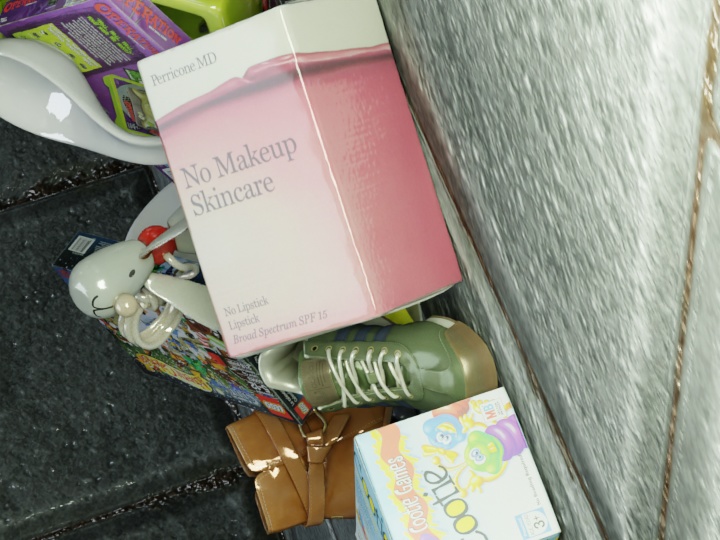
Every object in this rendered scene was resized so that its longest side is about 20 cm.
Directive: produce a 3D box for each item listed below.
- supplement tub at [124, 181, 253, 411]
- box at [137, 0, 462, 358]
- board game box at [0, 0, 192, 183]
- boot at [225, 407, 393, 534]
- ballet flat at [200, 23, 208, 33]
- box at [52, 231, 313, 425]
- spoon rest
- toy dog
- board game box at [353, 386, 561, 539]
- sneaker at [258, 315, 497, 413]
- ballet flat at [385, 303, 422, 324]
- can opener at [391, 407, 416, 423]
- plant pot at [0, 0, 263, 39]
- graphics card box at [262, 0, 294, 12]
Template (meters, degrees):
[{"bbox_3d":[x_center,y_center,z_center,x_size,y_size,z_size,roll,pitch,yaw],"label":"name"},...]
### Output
[{"bbox_3d":[-0.086,0.022,1.913,0.200,0.144,0.145,52,-176,-32],"label":"supplement tub"},{"bbox_3d":[-0.038,-0.062,1.474,0.109,0.127,0.202,-21,-87,-54],"label":"box"},{"bbox_3d":[-0.149,-0.132,1.647,0.119,0.032,0.200,-3,145,44],"label":"board game box"},{"bbox_3d":[-0.033,0.097,1.806,0.074,0.154,0.201,93,158,-70],"label":"boot"},{"bbox_3d":[-0.146,-0.187,1.831,0.067,0.199,0.064,10,115,59],"label":"ballet flat"},{"bbox_3d":[-0.131,0.042,1.771,0.199,0.038,0.137,14,149,48],"label":"box"},{"bbox_3d":[-0.187,-0.114,1.611,0.100,0.198,0.061,74,-150,-57],"label":"spoon rest"},{"bbox_3d":[-0.091,-0.016,1.587,0.096,0.200,0.132,39,173,37],"label":"toy dog"},{"bbox_3d":[0.059,0.170,1.515,0.200,0.102,0.106,90,161,-67],"label":"board game box"},{"bbox_3d":[0.003,0.069,1.537,0.200,0.089,0.068,13,119,60],"label":"sneaker"},{"bbox_3d":[0.000,0.000,1.681,0.201,0.067,0.067,66,152,18],"label":"ballet flat"},{"bbox_3d":[0.043,0.187,1.929,0.067,0.053,0.201,30,149,27],"label":"can opener"},{"bbox_3d":[-0.154,-0.227,1.705,0.199,0.198,0.183,87,-160,-62],"label":"plant pot"},{"bbox_3d":[-0.018,-0.115,1.618,0.126,0.050,0.201,93,157,-67],"label":"graphics card box"}]
